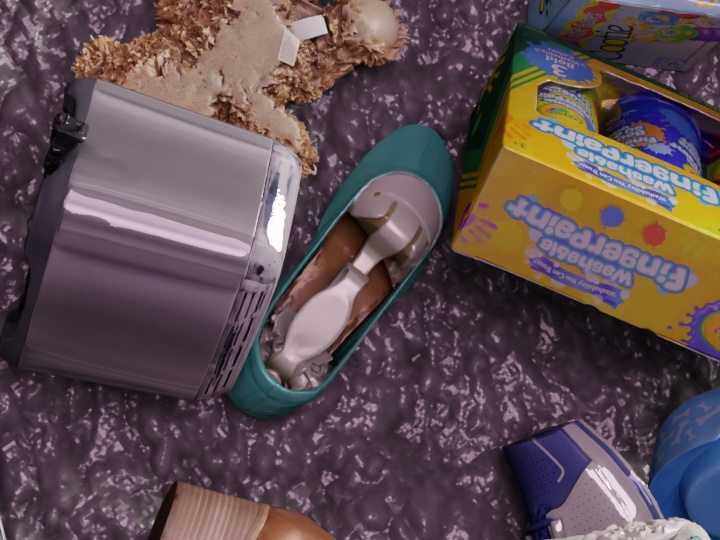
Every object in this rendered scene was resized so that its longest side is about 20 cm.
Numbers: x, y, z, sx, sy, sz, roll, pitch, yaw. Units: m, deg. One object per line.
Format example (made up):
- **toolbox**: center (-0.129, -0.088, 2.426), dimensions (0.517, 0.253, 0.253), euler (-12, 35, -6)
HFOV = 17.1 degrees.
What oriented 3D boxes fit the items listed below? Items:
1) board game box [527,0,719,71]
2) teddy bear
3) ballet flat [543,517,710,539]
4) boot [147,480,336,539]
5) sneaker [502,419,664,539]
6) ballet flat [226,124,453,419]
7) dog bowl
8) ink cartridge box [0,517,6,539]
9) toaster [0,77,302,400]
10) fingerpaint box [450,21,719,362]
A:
- **board game box**: center (0.163, -0.231, 1.392), dimensions (0.102, 0.105, 0.201), euler (7, 77, -10)
- **teddy bear**: center (-0.066, -0.121, 1.349), dimensions (0.145, 0.067, 0.200), euler (42, 66, -10)
- **ballet flat**: center (0.089, 0.179, 1.242), dimensions (0.200, 0.072, 0.072), euler (-37, 87, -5)
- **boot**: center (-0.060, 0.225, 1.269), dimensions (0.155, 0.077, 0.201), euler (23, 67, -10)
- **sneaker**: center (0.120, 0.188, 1.302), dimensions (0.115, 0.081, 0.200), euler (-28, 86, -18)
- **ballet flat**: center (0.000, 0.000, 1.323), dimensions (0.067, 0.070, 0.200), euler (41, 73, -14)
- **dog bowl**: center (0.249, 0.096, 1.313), dimensions (0.199, 0.112, 0.050), euler (-24, 38, 18)
- **ink cartridge box**: center (-0.289, 0.131, 1.251), dimensions (0.196, 0.047, 0.201), euler (-14, 83, -13)
- **toaster**: center (-0.109, -0.015, 1.242), dimensions (0.128, 0.200, 0.114), euler (15, 54, -8)
- **fingerpaint box**: center (0.159, -0.040, 1.317), dimensions (0.199, 0.074, 0.167), euler (23, 29, -5)
